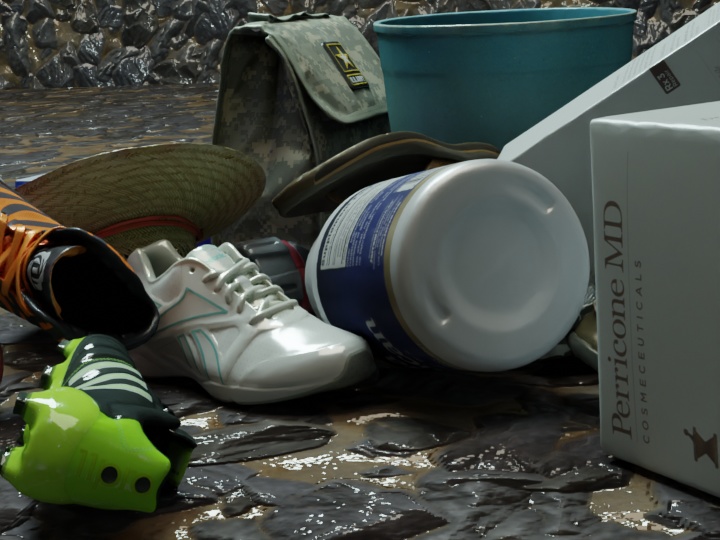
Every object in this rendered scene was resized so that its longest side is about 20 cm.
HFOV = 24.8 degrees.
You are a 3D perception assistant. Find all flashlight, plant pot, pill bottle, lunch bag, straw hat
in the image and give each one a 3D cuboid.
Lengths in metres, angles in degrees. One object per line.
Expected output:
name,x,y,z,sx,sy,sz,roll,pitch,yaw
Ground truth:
flashlight,0.000,0.000,1.093,0.200,0.068,0.068,-10,30,-35
plant pot,0.115,-0.103,1.264,0.200,0.188,0.200,-3,12,1
pill bottle,0.037,0.001,0.928,0.111,0.111,0.200,-7,0,-20
lunch bag,-0.040,-0.104,1.284,0.117,0.200,0.164,1,11,23
straw hat,-0.144,0.000,1.066,0.201,0.085,0.201,-13,-19,-4

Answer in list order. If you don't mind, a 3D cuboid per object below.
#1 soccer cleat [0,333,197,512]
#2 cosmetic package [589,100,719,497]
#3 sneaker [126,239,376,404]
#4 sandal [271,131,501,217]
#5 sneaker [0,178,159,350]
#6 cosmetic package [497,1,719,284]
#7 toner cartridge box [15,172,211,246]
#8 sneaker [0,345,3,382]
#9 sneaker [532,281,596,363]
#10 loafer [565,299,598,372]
soccer cleat,-0.119,0.077,0.777,0.081,0.068,0.200,20,5,-6
cosmetic package,0.227,0.011,0.721,0.166,0.168,0.200,-10,12,-28
sneaker,-0.075,0.028,0.942,0.200,0.080,0.070,9,15,41
sandal,0.031,-0.047,1.079,0.200,0.055,0.082,1,-30,-48
sneaker,-0.193,-0.017,0.886,0.200,0.078,0.112,26,-7,-20
cosmetic package,0.195,-0.080,1.065,0.200,0.113,0.081,-36,7,21
toner cartridge box,-0.178,-0.038,1.255,0.043,0.095,0.200,3,12,31
sneaker,-0.252,0.033,0.973,0.087,0.074,0.200,-11,13,-39
sneaker,0.094,0.001,1.009,0.080,0.086,0.200,-10,14,-24
loafer,0.186,0.017,0.901,0.075,0.070,0.200,35,31,30
